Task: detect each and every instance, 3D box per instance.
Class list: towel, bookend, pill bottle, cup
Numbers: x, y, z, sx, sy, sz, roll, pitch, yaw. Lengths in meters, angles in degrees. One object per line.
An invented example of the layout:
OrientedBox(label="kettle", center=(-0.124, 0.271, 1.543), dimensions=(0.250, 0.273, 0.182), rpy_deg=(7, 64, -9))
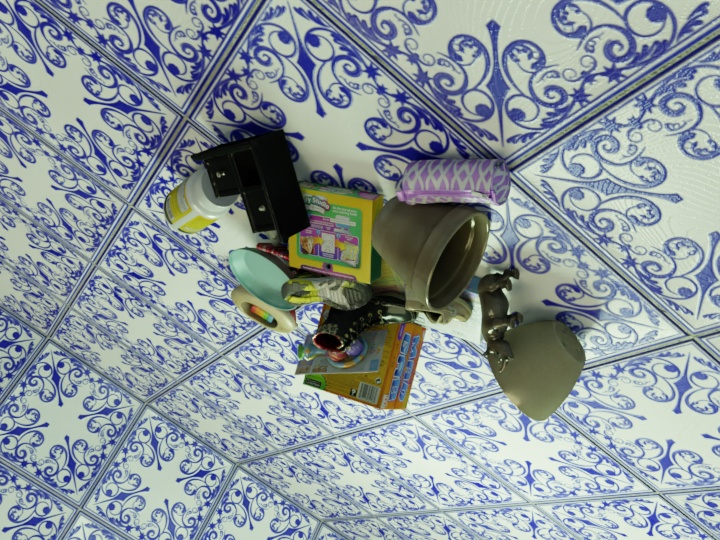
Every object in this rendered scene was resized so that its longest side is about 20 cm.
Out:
OrientedBox(label="towel", center=(0.088, -0.006, 1.621), dimensions=(0.197, 0.023, 0.145), rpy_deg=(-8, 116, 33))
OrientedBox(label="bookend", center=(-0.223, -0.164, 1.573), dimensions=(0.198, 0.092, 0.202), rpy_deg=(-2, 110, 41))
OrientedBox(label="pill bottle", center=(-0.356, -0.159, 1.743), dimensions=(0.114, 0.115, 0.199), rpy_deg=(41, 147, -21))
OrientedBox(label="towel", center=(-0.128, -0.020, 1.768), dimensions=(0.197, 0.023, 0.145), rpy_deg=(22, -174, 10))
OrientedBox(label="cup", center=(0.378, 0.186, 1.599), dimensions=(0.200, 0.202, 0.143), rpy_deg=(39, 121, -18))

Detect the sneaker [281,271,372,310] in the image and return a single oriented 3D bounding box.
OrientedBox(label="sneaker", center=(-0.068, 0.029, 1.645), dimensions=(0.196, 0.085, 0.076), rpy_deg=(4, 118, 13))

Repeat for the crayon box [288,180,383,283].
OrientedBox(label="crayon box", center=(-0.052, -0.080, 1.589), dimensions=(0.197, 0.058, 0.176), rpy_deg=(12, 112, 26))

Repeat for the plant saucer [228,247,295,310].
OrientedBox(label="plant saucer", center=(-0.219, 0.012, 1.820), dimensions=(0.198, 0.036, 0.201), rpy_deg=(26, 148, 17))

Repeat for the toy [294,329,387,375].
OrientedBox(label="toy", center=(-0.048, 0.166, 1.675), dimensions=(0.197, 0.116, 0.048), rpy_deg=(-8, 133, 24))

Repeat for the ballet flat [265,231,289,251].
OrientedBox(label="ballet flat", center=(-0.161, -0.078, 1.747), dimensions=(0.197, 0.068, 0.069), rpy_deg=(22, 145, 13))

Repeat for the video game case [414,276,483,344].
OrientedBox(label="video game case", center=(0.180, 0.065, 1.694), dimensions=(0.197, 0.046, 0.183), rpy_deg=(18, 146, 18))

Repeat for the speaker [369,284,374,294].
OrientedBox(label="speaker", center=(0.000, 0.000, 1.716), dimensions=(0.081, 0.082, 0.200), rpy_deg=(-12, 131, 47))

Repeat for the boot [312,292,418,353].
OrientedBox(label="boot", center=(0.010, 0.114, 1.630), dimensions=(0.200, 0.154, 0.075), rpy_deg=(6, 126, 24))

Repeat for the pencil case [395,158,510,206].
OrientedBox(label="pencil case", center=(0.166, -0.151, 1.358), dimensions=(0.197, 0.086, 0.084), rpy_deg=(4, 140, 36))

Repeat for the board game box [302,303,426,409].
OrientedBox(label="board game box", center=(0.014, 0.197, 1.807), dimensions=(0.197, 0.203, 0.199), rpy_deg=(14, 176, 23))

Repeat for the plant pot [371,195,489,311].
OrientedBox(label="plant pot", center=(0.119, -0.052, 1.464), dimensions=(0.172, 0.200, 0.201), rpy_deg=(30, 153, 29))

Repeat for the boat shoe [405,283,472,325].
OrientedBox(label="boat shoe", center=(0.157, 0.079, 1.580), dimensions=(0.071, 0.066, 0.199), rpy_deg=(-3, 159, 41))

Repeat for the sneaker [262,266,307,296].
OrientedBox(label="sneaker", center=(-0.155, 0.011, 1.882), dimensions=(0.196, 0.081, 0.087), rpy_deg=(5, 131, 21))

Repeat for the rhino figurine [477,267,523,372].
OrientedBox(label="rhino figurine", center=(0.275, 0.100, 1.545), dimensions=(0.087, 0.204, 0.059), rpy_deg=(-7, 174, 43))

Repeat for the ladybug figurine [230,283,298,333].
OrientedBox(label="ladybug figurine", center=(-0.248, 0.093, 2.061), dimensions=(0.198, 0.073, 0.136), rpy_deg=(32, 148, -4))
